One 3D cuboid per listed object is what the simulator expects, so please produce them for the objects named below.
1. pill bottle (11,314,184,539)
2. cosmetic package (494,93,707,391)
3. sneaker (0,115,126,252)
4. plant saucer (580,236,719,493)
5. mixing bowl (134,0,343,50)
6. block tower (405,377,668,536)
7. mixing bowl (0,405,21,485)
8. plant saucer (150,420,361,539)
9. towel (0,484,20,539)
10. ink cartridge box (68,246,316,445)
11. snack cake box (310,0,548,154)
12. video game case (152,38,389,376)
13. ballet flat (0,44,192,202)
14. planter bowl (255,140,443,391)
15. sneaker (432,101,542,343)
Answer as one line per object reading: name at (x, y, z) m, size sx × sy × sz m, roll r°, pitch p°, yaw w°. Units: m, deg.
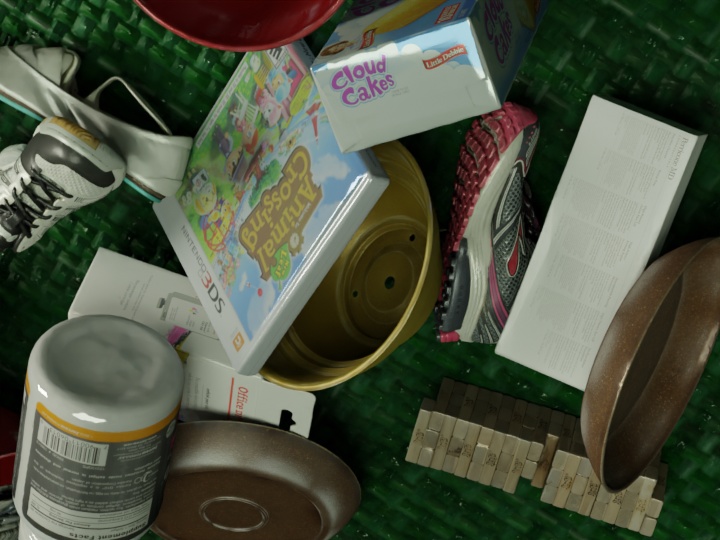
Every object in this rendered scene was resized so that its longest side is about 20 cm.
pill bottle at (-0.202, 0.140, 1.575) m, size 0.116 × 0.116 × 0.200 m, roll 19°, pitch 130°, yaw 5°
cosmetic package at (0.173, -0.019, 1.499) m, size 0.082 × 0.051 × 0.200 m, roll 24°, pitch 102°, yaw 17°
sneaker at (-0.240, -0.053, 1.558) m, size 0.076 × 0.088 × 0.200 m, roll 39°, pitch 157°, yaw -14°
plant saucer at (0.207, 0.062, 1.498) m, size 0.037 × 0.200 × 0.201 m, roll 26°, pitch 123°, yaw 23°
mixing bowl at (-0.072, -0.261, 1.429) m, size 0.200 × 0.108 × 0.201 m, roll 8°, pitch 115°, yaw 17°
block tower at (0.140, 0.143, 1.632) m, size 0.200 × 0.058 × 0.054 m, roll 16°, pitch 120°, yaw 4°
mixing bowl at (-0.331, 0.179, 1.721) m, size 0.108 × 0.200 × 0.200 m, roll 54°, pitch 127°, yaw 32°
plant saucer at (-0.100, 0.185, 1.681) m, size 0.200 × 0.032 × 0.200 m, roll 5°, pitch 145°, yaw 3°
towel at (-0.271, 0.246, 1.733) m, size 0.035 × 0.192 × 0.200 m, roll 52°, pitch 126°, yaw 32°
ink cartridge box at (-0.123, 0.066, 1.631) m, size 0.200 × 0.068 × 0.117 m, roll 20°, pitch 149°, yaw 4°
snack cake box at (0.050, -0.160, 1.409) m, size 0.115 × 0.200 × 0.067 m, roll -14°, pitch 113°, yaw 20°
video game case at (-0.071, -0.056, 1.530) m, size 0.022 × 0.182 × 0.200 m, roll 6°, pitch 131°, yaw -40°
ballet flat at (-0.213, -0.129, 1.581) m, size 0.200 × 0.069 × 0.069 m, roll 33°, pitch 121°, yaw -2°
planter bowl at (0.000, 0.000, 1.551) m, size 0.200 × 0.201 × 0.083 m, roll -36°, pitch 144°, yaw 28°
sneaker at (0.103, -0.035, 1.541) m, size 0.074 × 0.081 × 0.200 m, roll 5°, pitch 126°, yaw -8°
